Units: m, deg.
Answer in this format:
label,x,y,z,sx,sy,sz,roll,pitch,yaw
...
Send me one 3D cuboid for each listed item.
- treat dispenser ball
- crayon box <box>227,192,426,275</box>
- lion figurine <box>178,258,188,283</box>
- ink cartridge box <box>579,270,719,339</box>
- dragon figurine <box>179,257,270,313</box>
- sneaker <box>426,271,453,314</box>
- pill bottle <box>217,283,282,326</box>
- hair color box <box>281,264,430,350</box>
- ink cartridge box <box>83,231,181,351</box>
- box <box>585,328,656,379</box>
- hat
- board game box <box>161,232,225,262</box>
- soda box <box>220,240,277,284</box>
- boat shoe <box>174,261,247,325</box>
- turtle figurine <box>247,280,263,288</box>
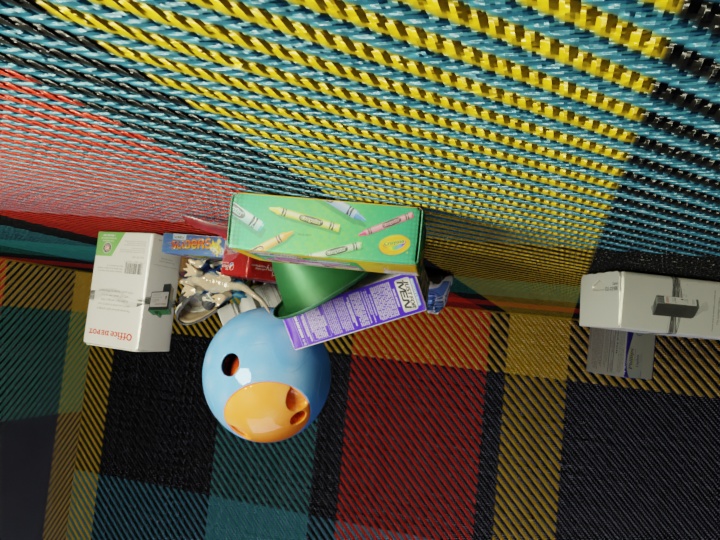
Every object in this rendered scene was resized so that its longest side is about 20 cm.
label,x,y,z,sx,sy,sz,roll,pitch,yaw
treat dispenser ball,-0.142,0.159,1.076,0.196,0.206,0.201,6,176,0
crayon box,-0.030,-0.036,0.749,0.195,0.060,0.119,6,175,7
lion figurine,-0.408,-0.013,1.589,0.196,0.074,0.122,-11,159,20
ink cartridge box,0.454,0.055,1.073,0.195,0.086,0.144,7,176,-6
dragon figurine,-0.209,0.017,1.090,0.196,0.060,0.099,8,-169,20
sneaker,0.148,0.044,1.400,0.074,0.079,0.200,6,174,14
pill bottle,-0.139,0.075,1.221,0.196,0.116,0.114,-23,-179,-10
hair color box,-0.004,0.038,0.988,0.196,0.066,0.110,-17,-165,12
ink cartridge box,-0.405,0.038,1.253,0.143,0.205,0.084,4,175,30
box,0.782,0.224,2.110,0.102,0.189,0.200,8,176,-14
hat,-0.089,-0.051,0.918,0.198,0.179,0.165,-34,-167,-26
board game box,-0.216,-0.032,1.190,0.195,0.035,0.135,5,176,18
soda box,-0.114,-0.013,1.068,0.062,0.072,0.198,5,176,41
boat shoe,-0.261,0.042,1.218,0.198,0.061,0.073,-23,131,41
turtle figurine,-0.224,0.011,1.331,0.196,0.066,0.161,17,-173,13
